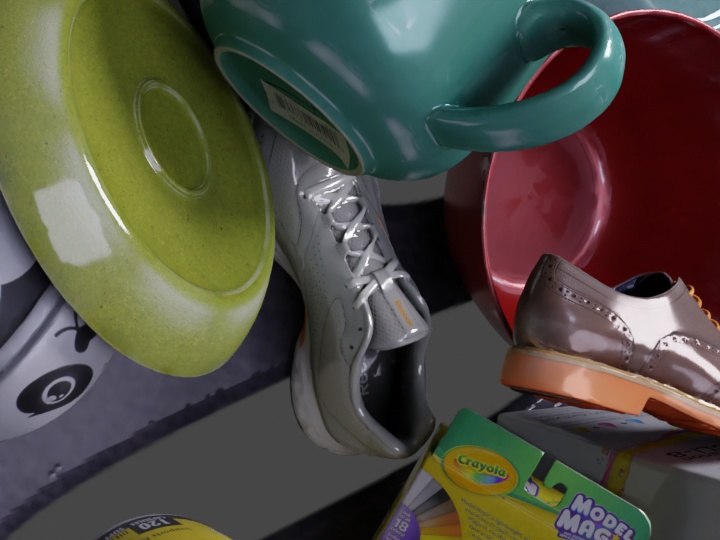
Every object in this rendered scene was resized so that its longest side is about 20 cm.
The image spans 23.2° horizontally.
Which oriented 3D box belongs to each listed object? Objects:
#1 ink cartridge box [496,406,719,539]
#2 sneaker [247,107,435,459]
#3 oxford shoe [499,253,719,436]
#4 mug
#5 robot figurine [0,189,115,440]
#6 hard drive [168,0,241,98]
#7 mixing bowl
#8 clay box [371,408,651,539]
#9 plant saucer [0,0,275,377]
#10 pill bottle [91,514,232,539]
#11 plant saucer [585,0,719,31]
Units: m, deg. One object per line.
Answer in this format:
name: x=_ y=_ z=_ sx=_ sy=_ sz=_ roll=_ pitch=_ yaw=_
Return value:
ink cartridge box: x=0.182 y=0.157 z=0.933 sx=0.144 sy=0.199 sz=0.146 roll=-2 pitch=97 yaw=-30
sneaker: x=0.000 y=0.000 z=0.870 sx=0.075 sy=0.092 sz=0.202 roll=-21 pitch=105 yaw=-26
oxford shoe: x=0.162 y=0.041 z=0.860 sx=0.198 sy=0.071 sz=0.074 roll=14 pitch=84 yaw=-30
mug: x=0.009 y=-0.111 z=0.770 sx=0.152 sy=0.185 sz=0.115 roll=44 pitch=78 yaw=-23
robot figurine: x=-0.189 y=-0.014 z=0.737 sx=0.150 sy=0.125 sz=0.200 roll=-37 pitch=118 yaw=19
hard drive: x=-0.060 y=-0.205 z=0.844 sx=0.139 sy=0.033 sz=0.201 roll=-40 pitch=114 yaw=-20
mixing bowl: x=0.119 y=-0.034 z=0.926 sx=0.198 sy=0.108 sz=0.203 roll=-4 pitch=97 yaw=-29
clay box: x=0.052 y=0.168 z=0.874 sx=0.114 sy=0.048 sz=0.201 roll=30 pitch=109 yaw=2
plant saucer: x=-0.092 y=-0.053 z=0.772 sx=0.200 sy=0.031 sz=0.201 roll=47 pitch=31 yaw=-40
pill bottle: x=-0.061 y=0.186 z=0.794 sx=0.111 sy=0.199 sz=0.113 roll=-4 pitch=98 yaw=-30
plant saucer: x=0.177 y=-0.187 z=0.982 sx=0.199 sy=0.039 sz=0.203 roll=-5 pitch=99 yaw=-30
